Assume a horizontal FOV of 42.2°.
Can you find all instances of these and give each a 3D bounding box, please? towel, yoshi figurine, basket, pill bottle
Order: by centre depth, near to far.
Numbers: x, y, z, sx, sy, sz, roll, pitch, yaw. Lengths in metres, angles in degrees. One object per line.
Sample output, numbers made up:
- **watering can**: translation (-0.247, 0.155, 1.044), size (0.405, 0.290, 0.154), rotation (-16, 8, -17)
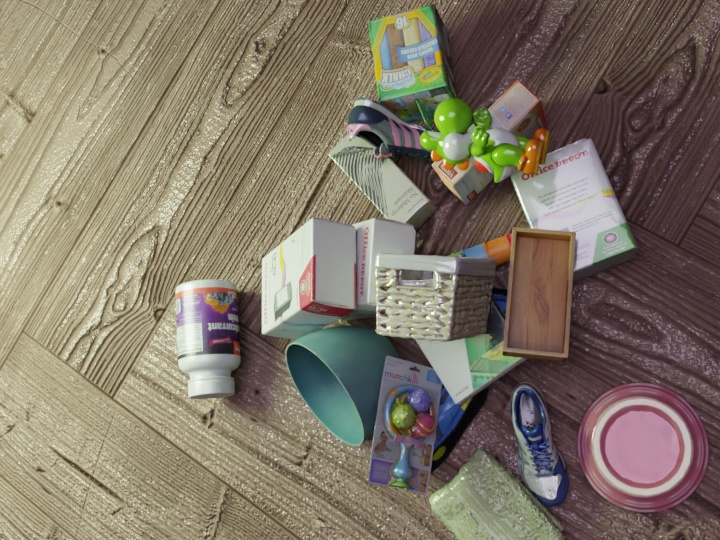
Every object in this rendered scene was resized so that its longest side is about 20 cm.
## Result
- **basket**: translation (0.115, 0.038, 1.412), size (0.135, 0.200, 0.124), rotation (3, 92, 25)
- **yoshi figurine**: translation (0.192, -0.217, 1.462), size (0.199, 0.113, 0.113), rotation (12, 69, 18)
- **towel**: translation (0.217, 0.399, 1.495), size (0.148, 0.036, 0.200), rotation (-48, 68, 12)
- **pill bottle**: translation (-0.271, 0.124, 1.669), size (0.111, 0.111, 0.201), rotation (-9, 77, 15)

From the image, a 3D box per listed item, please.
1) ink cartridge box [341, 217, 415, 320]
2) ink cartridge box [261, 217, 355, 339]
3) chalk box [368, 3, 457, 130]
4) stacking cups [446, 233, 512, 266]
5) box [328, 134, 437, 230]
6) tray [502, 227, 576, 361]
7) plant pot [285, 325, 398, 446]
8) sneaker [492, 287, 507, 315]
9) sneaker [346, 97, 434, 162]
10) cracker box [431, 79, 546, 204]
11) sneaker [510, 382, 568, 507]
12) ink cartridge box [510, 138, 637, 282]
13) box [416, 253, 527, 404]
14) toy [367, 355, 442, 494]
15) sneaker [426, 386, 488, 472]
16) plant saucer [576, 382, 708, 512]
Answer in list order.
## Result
- **ink cartridge box**: translation (0.000, 0.000, 1.570), size (0.200, 0.082, 0.148), rotation (-13, 70, 58)
- **ink cartridge box**: translation (-0.088, 0.019, 1.547), size (0.200, 0.085, 0.149), rotation (-32, 54, 53)
- **chalk box**: translation (0.097, -0.338, 1.642), size (0.123, 0.124, 0.201), rotation (-10, 75, 14)
- **stacking cups**: translation (0.197, -0.023, 1.585), size (0.199, 0.060, 0.061), rotation (-24, 73, 9)
- **box**: translation (0.039, -0.157, 1.652), size (0.082, 0.068, 0.200), rotation (-44, 70, 5)
- **tray**: translation (0.278, 0.036, 1.452), size (0.098, 0.037, 0.201), rotation (5, 74, 9)
- **plant pot**: translation (-0.011, 0.171, 1.556), size (0.134, 0.200, 0.200), rotation (-34, 68, -25)
- **sneaker**: translation (0.247, 0.074, 1.540), size (0.199, 0.066, 0.079), rotation (6, 102, 23)
- **sneaker**: translation (0.064, -0.218, 1.618), size (0.199, 0.070, 0.082), rotation (25, 71, -13)
- **cracker box**: translation (0.219, -0.212, 1.573), size (0.200, 0.134, 0.058), rotation (-45, 72, 4)
- **sneaker**: translation (0.276, 0.278, 1.485), size (0.075, 0.088, 0.201), rotation (-18, 76, 11)
- **ink cartridge box**: translation (0.349, -0.093, 1.536), size (0.144, 0.084, 0.201), rotation (-22, 74, 12)
- **box**: translation (0.162, 0.094, 1.507), size (0.144, 0.036, 0.201), rotation (-38, 72, 16)
- **toy**: translation (0.082, 0.244, 1.471), size (0.047, 0.115, 0.201), rotation (-11, 65, 59)
- **sneaker**: translation (0.128, 0.254, 1.551), size (0.078, 0.066, 0.201), rotation (34, 90, 31)
- **plant saucer**: translation (0.438, 0.275, 1.455), size (0.199, 0.051, 0.202), rotation (-4, 78, 17)
